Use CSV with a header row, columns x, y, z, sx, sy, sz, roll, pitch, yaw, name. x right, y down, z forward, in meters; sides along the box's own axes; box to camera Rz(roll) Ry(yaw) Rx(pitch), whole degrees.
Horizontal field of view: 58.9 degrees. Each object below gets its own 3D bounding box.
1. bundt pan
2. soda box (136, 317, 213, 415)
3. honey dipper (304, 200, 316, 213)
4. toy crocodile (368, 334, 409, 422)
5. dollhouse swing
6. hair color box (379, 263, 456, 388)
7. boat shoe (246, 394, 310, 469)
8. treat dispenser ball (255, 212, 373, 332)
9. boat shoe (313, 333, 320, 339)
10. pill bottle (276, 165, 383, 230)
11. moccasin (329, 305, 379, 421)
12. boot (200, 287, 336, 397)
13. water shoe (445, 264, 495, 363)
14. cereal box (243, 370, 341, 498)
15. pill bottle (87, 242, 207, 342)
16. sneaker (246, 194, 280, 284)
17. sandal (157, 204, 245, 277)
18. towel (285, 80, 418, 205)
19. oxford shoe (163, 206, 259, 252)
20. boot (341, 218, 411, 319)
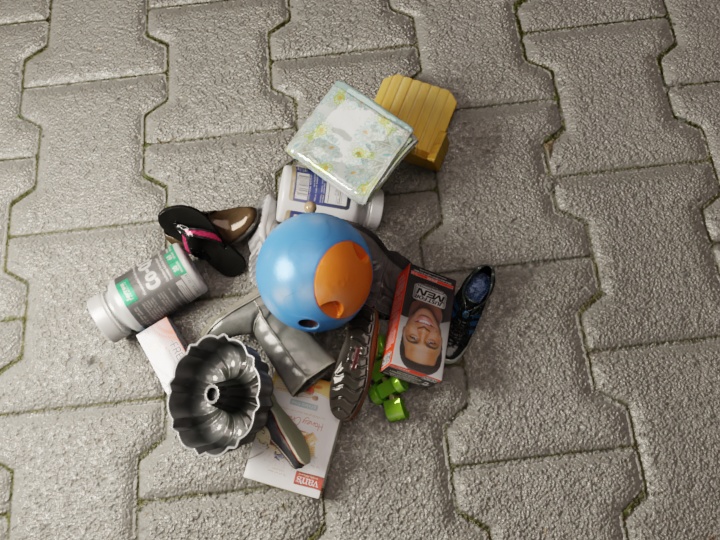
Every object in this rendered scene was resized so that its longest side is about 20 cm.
x,y,z,sx,sy,sz,roll,pitch,yaw,name
-0.226,0.211,1.076,0.201,0.076,0.203,-8,74,28,bundt pan
-0.337,0.190,1.187,0.068,0.064,0.201,-32,72,-8,soda box
-0.081,-0.075,1.192,0.038,0.200,0.038,-1,64,3,honey dipper
0.039,0.181,1.176,0.067,0.062,0.201,-33,65,19,toy crocodile
0.092,-0.320,1.295,0.199,0.182,0.177,21,93,10,dollhouse swing
0.106,0.098,1.149,0.101,0.061,0.201,19,61,-12,hair color box
-0.160,0.267,1.108,0.063,0.071,0.200,-42,67,2,boat shoe
-0.077,0.003,1.083,0.199,0.201,0.202,-1,71,2,treat dispenser ball
-0.112,0.072,1.212,0.090,0.071,0.202,13,73,8,boat shoe
-0.059,-0.135,1.249,0.199,0.111,0.112,9,71,-11,pill bottle
-0.008,0.165,1.132,0.073,0.078,0.203,4,75,16,moccasin
-0.167,0.140,1.146,0.181,0.073,0.201,-35,81,1,boot
0.191,0.076,1.193,0.071,0.079,0.201,24,74,11,water shoe
-0.113,0.292,1.153,0.143,0.040,0.201,12,72,8,cereal box
-0.403,0.044,1.213,0.199,0.113,0.113,-33,73,-9,pill bottle
-0.178,-0.057,1.273,0.082,0.075,0.201,14,61,-31,sneaker
-0.295,-0.051,1.208,0.075,0.200,0.045,-36,33,17,sandal
-0.015,-0.238,1.189,0.200,0.048,0.172,36,83,13,towel
-0.293,-0.085,1.244,0.199,0.084,0.073,-16,66,12,oxford shoe
0.000,0.000,1.199,0.199,0.070,0.132,32,72,-15,boot
